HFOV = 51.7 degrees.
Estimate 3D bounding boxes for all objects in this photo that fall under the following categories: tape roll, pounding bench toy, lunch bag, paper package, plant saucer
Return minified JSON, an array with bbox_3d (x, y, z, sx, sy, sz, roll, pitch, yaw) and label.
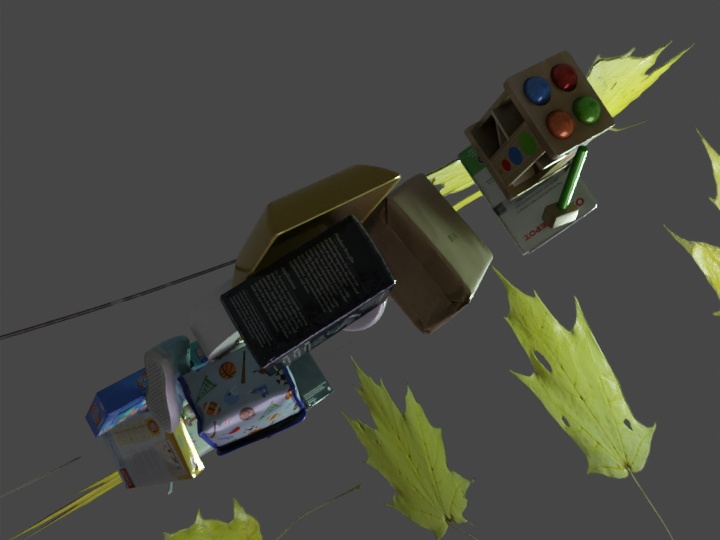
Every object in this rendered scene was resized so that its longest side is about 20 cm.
[{"bbox_3d":[-0.164,0.053,1.138,0.201,0.071,0.203,-33,172,-5],"label":"tape roll"},{"bbox_3d":[0.274,-0.176,1.052,0.123,0.202,0.156,-28,172,-25],"label":"pounding bench toy"},{"bbox_3d":[-0.181,0.213,1.206,0.167,0.125,0.201,-22,158,-9],"label":"lunch bag"},{"bbox_3d":[0.094,-0.033,1.123,0.103,0.191,0.200,-40,-179,26],"label":"paper package"},{"bbox_3d":[-0.068,-0.058,0.936,0.198,0.049,0.200,-28,170,-32],"label":"plant saucer"}]

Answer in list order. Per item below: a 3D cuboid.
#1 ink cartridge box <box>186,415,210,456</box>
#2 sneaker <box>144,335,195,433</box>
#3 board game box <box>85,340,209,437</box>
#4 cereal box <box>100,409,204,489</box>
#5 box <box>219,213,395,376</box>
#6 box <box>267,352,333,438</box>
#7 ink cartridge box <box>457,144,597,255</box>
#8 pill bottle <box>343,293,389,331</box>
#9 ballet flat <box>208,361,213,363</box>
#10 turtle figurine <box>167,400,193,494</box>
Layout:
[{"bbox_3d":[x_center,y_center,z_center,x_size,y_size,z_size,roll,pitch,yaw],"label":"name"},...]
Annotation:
[{"bbox_3d":[-0.427,0.394,1.851,0.199,0.147,0.144,-27,170,-42],"label":"ink cartridge box"},{"bbox_3d":[-0.298,0.186,1.207,0.081,0.074,0.202,-33,151,-38],"label":"sneaker"},{"bbox_3d":[-0.373,0.206,1.303,0.198,0.045,0.152,-28,170,-36],"label":"board game box"},{"bbox_3d":[-0.398,0.330,1.401,0.197,0.146,0.039,-17,-170,33],"label":"cereal box"},{"bbox_3d":[-0.065,0.037,0.958,0.198,0.105,0.148,-32,172,-10],"label":"box"},{"bbox_3d":[-0.206,0.290,1.928,0.199,0.200,0.123,-39,172,40],"label":"box"},{"bbox_3d":[0.275,-0.146,1.235,0.145,0.202,0.084,-33,173,10],"label":"ink cartridge box"},{"bbox_3d":[0.000,0.000,1.176,0.112,0.113,0.201,-36,-166,24],"label":"pill bottle"},{"bbox_3d":[-0.320,0.204,1.537,0.066,0.057,0.200,-30,178,-15],"label":"ballet flat"},{"bbox_3d":[-0.425,0.377,1.676,0.198,0.145,0.194,10,-133,48],"label":"turtle figurine"}]
